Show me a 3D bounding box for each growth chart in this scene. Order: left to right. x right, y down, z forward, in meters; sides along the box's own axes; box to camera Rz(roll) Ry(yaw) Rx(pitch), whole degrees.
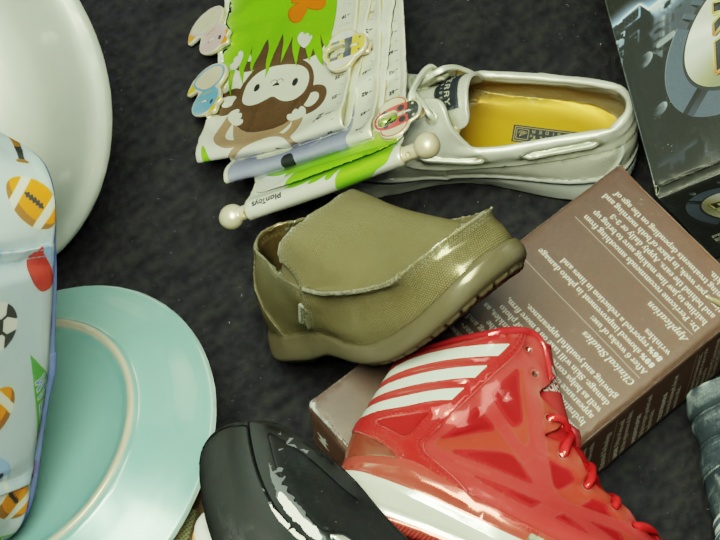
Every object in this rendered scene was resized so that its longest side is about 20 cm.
[{"bbox_3d":[-0.032,-0.109,0.951,0.144,0.018,0.201,-23,50,20],"label":"growth chart"}]

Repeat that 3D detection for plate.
[{"bbox_3d":[-0.161,0.086,0.853,0.198,0.026,0.202,-14,51,18],"label":"plate"}]

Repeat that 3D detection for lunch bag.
[{"bbox_3d":[-0.208,0.023,0.796,0.159,0.202,0.075,26,23,35],"label":"lunch bag"}]

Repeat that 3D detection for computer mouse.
[{"bbox_3d":[0.020,0.131,0.720,0.200,0.140,0.046,46,44,-5],"label":"computer mouse"}]

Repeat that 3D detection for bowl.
[{"bbox_3d":[-0.229,-0.076,0.881,0.199,0.203,0.090,21,23,14],"label":"bowl"}]

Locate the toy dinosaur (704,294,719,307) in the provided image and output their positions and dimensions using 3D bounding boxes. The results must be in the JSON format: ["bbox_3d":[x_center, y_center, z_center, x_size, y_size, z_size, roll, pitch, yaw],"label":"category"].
[{"bbox_3d":[0.228,0.027,0.832,0.100,0.199,0.059,3,99,28],"label":"toy dinosaur"}]

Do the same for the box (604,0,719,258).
[{"bbox_3d":[0.215,-0.135,0.917,0.163,0.086,0.202,-22,59,23],"label":"box"}]

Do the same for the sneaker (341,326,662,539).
[{"bbox_3d":[0.091,0.086,0.770,0.198,0.078,0.116,20,69,7],"label":"sneaker"}]

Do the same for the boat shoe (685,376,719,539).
[{"bbox_3d":[0.254,0.076,0.845,0.198,0.071,0.092,-10,59,-2],"label":"boat shoe"}]

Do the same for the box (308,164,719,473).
[{"bbox_3d":[0.083,0.053,0.868,0.199,0.075,0.100,-36,66,-16],"label":"box"}]

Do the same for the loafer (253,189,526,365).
[{"bbox_3d":[0.000,0.000,0.833,0.076,0.199,0.068,-36,100,-31],"label":"loafer"}]

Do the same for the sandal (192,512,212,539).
[{"bbox_3d":[-0.021,0.200,0.789,0.059,0.079,0.208,-37,82,22],"label":"sandal"}]

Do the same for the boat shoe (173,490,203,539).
[{"bbox_3d":[-0.076,0.183,0.809,0.074,0.075,0.204,-4,61,-5],"label":"boat shoe"}]

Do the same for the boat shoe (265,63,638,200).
[{"bbox_3d":[0.046,-0.080,0.940,0.198,0.070,0.072,6,62,7],"label":"boat shoe"}]
